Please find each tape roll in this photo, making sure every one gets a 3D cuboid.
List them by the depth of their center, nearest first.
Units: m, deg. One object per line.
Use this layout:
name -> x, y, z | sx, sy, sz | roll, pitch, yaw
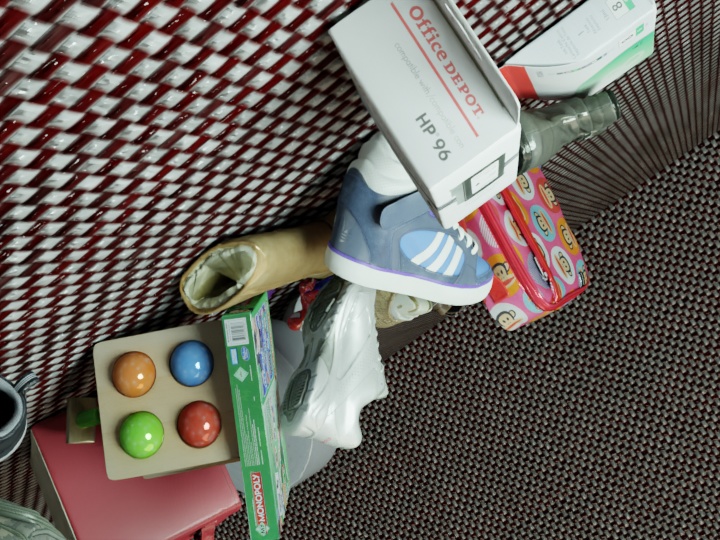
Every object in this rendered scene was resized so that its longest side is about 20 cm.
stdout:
tape roll -> -0.119, 0.164, 1.221 | 0.200, 0.202, 0.066 | -38, 168, 34

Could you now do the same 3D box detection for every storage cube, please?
storage cube -> -0.263, 0.241, 1.160 | 0.177, 0.203, 0.171 | -21, 168, -25

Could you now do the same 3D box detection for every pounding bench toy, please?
pounding bench toy -> -0.209, 0.134, 0.972 | 0.196, 0.127, 0.156 | -11, 170, 1

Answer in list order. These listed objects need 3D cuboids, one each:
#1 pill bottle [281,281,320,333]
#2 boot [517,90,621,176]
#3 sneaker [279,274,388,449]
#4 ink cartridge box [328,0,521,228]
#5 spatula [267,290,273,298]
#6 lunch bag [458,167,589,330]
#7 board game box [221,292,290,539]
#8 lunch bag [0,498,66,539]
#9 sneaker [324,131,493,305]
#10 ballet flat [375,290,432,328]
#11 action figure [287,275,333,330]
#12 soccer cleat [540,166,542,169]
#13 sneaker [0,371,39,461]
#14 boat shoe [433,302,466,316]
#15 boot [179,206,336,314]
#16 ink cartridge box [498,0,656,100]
pill bottle -> -0.051, 0.086, 1.320 | 0.113, 0.115, 0.200 | -29, 170, -16
boot -> 0.182, -0.139, 0.943 | 0.128, 0.069, 0.200 | -22, -178, 4
sneaker -> -0.011, 0.086, 1.017 | 0.077, 0.098, 0.203 | -19, -134, 55
ink cartridge box -> 0.043, -0.105, 0.633 | 0.067, 0.117, 0.200 | -33, 170, 3
spatula -> -0.072, 0.004, 1.110 | 0.199, 0.021, 0.056 | -39, 175, 26
lunch bag -> 0.150, -0.042, 1.076 | 0.081, 0.203, 0.175 | -32, 173, 35
board game box -> -0.095, 0.129, 0.945 | 0.028, 0.205, 0.135 | -6, -173, 0
lunch bag -> -0.361, 0.252, 0.859 | 0.168, 0.196, 0.142 | 31, 71, -79
sneaker -> 0.066, -0.056, 0.895 | 0.197, 0.080, 0.149 | 8, 110, -39
ballet flat -> 0.069, 0.010, 1.211 | 0.069, 0.066, 0.202 | 2, 131, -33
action figure -> 0.000, 0.000, 1.104 | 0.199, 0.066, 0.099 | -40, -173, -5
soccer cleat -> 0.134, -0.085, 1.234 | 0.199, 0.069, 0.073 | -36, 158, 14
sneaker -> -0.328, 0.132, 0.749 | 0.199, 0.076, 0.114 | -33, 173, -42
boat shoe -> 0.186, 0.058, 2.123 | 0.072, 0.073, 0.199 | -37, 170, 28
boot -> -0.043, -0.026, 0.920 | 0.174, 0.067, 0.199 | -39, 168, 30
ink cartridge box -> 0.179, -0.179, 0.941 | 0.199, 0.051, 0.161 | -37, 170, 12
